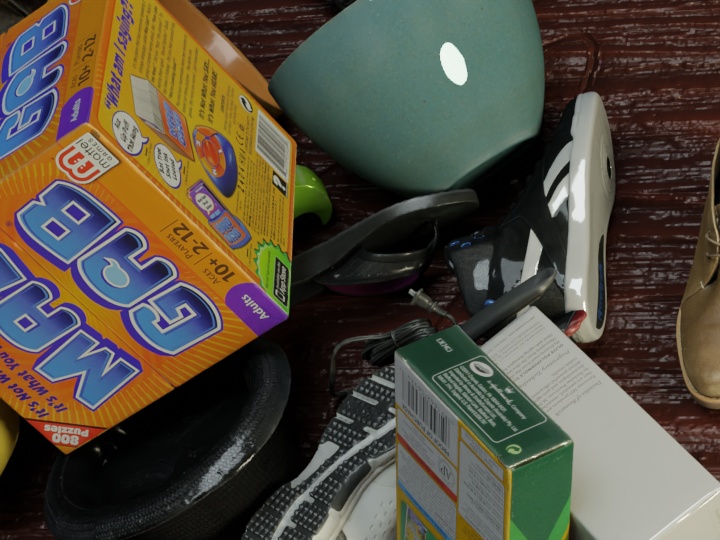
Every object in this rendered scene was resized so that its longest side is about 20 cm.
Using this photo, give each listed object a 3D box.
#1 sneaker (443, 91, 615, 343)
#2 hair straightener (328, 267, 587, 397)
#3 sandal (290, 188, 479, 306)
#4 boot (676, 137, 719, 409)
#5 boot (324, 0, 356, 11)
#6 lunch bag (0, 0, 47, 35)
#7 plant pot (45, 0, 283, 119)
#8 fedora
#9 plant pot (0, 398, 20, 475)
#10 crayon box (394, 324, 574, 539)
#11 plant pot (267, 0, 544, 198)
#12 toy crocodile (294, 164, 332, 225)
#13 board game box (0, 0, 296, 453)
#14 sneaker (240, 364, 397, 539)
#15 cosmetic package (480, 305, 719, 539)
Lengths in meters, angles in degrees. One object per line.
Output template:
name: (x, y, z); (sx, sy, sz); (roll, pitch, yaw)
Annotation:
sneaker: (0.114, -0.038, 1.773); (0.112, 0.073, 0.200); (-6, 54, 19)
hair straightener: (0.053, 0.042, 1.720); (0.200, 0.077, 0.041); (-26, 14, 33)
sandal: (0.000, 0.000, 1.809); (0.200, 0.075, 0.048); (-26, 73, 13)
boot: (0.242, -0.003, 1.688); (0.074, 0.075, 0.200); (-2, 55, 21)
boot: (0.014, -0.293, 2.027); (0.200, 0.070, 0.132); (-41, 43, -15)
lunch bag: (-0.308, -0.224, 2.026); (0.117, 0.200, 0.164); (-27, 47, 3)
plant pot: (-0.177, -0.141, 1.920); (0.140, 0.200, 0.200); (-45, 48, 8)
fedora: (-0.113, 0.135, 1.715); (0.200, 0.092, 0.201); (-29, 29, 18)
plant pot: (-0.323, 0.058, 1.828); (0.201, 0.201, 0.189); (-2, 39, 23)
crayon box: (0.074, 0.149, 1.582); (0.052, 0.200, 0.126); (-22, 44, -24)
plant pot: (0.053, -0.127, 1.814); (0.200, 0.200, 0.135); (-32, 83, -2)
toy crocodile: (-0.111, -0.010, 1.867); (0.200, 0.062, 0.068); (-39, 30, -5)
board game box: (-0.183, -0.044, 1.723); (0.200, 0.200, 0.200); (-31, 31, 23)
sneaker: (0.006, 0.141, 1.681); (0.200, 0.080, 0.074); (-46, 40, -11)
cosmetic package: (0.148, 0.129, 1.605); (0.085, 0.108, 0.200); (-38, 50, -9)
